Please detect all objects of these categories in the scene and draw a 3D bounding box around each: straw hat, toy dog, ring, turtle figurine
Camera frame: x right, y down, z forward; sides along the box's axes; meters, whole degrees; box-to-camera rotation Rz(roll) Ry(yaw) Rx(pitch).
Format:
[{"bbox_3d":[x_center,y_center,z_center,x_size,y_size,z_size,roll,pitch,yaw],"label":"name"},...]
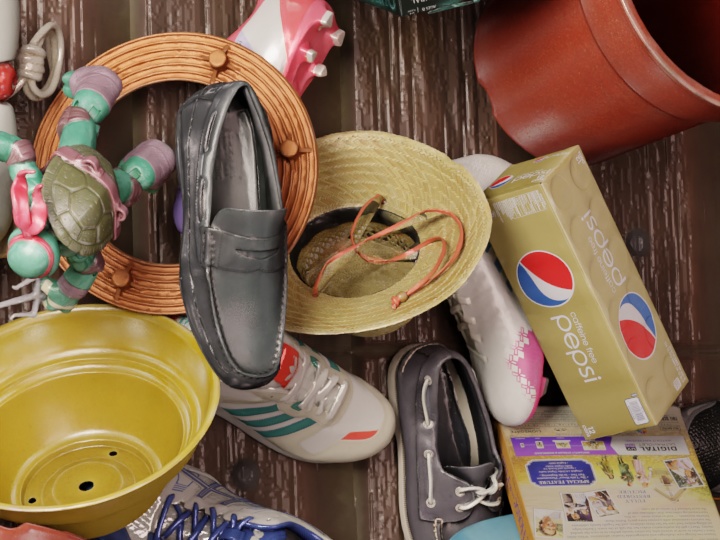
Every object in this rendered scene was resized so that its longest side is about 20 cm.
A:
[{"bbox_3d":[0.000,0.000,1.686,0.201,0.201,0.085,-44,142,-22],"label":"straw hat"},{"bbox_3d":[-0.269,-0.090,1.579,0.096,0.132,0.201,4,76,14],"label":"toy dog"},{"bbox_3d":[-0.128,-0.069,1.626,0.199,0.019,0.201,-1,76,5],"label":"ring"},{"bbox_3d":[-0.193,-0.041,1.517,0.200,0.100,0.150,-56,135,-48],"label":"turtle figurine"}]

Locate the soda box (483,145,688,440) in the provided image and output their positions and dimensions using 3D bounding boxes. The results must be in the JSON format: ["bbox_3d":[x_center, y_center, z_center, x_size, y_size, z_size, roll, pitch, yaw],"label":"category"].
[{"bbox_3d":[0.159,0.016,1.722,0.068,0.064,0.201,-44,113,-50],"label":"soda box"}]

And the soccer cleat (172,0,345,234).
[{"bbox_3d":[-0.085,-0.113,1.685,0.201,0.076,0.067,-61,153,-13],"label":"soccer cleat"}]

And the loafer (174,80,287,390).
[{"bbox_3d":[-0.080,-0.024,1.557,0.068,0.070,0.202,-2,80,-30],"label":"loafer"}]

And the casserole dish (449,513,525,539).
[{"bbox_3d":[0.134,0.235,1.737,0.199,0.039,0.122,-6,109,-32],"label":"casserole dish"}]

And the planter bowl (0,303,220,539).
[{"bbox_3d":[-0.186,0.117,1.577,0.200,0.200,0.084,-27,132,-25],"label":"planter bowl"}]

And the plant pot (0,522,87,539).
[{"bbox_3d":[-0.247,0.261,1.508,0.200,0.201,0.196,16,71,-23],"label":"plant pot"}]

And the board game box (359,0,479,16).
[{"bbox_3d":[0.051,-0.217,1.671,0.135,0.200,0.028,-16,109,-17],"label":"board game box"}]

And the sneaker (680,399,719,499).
[{"bbox_3d":[0.322,0.144,1.841,0.199,0.077,0.079,13,82,-22],"label":"sneaker"}]

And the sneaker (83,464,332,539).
[{"bbox_3d":[-0.091,0.177,1.638,0.199,0.088,0.076,19,79,-21],"label":"sneaker"}]

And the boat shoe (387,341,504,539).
[{"bbox_3d":[0.069,0.150,1.728,0.072,0.063,0.201,-14,92,-28],"label":"boat shoe"}]

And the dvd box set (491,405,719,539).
[{"bbox_3d":[0.182,0.173,1.710,0.146,0.200,0.029,-1,129,-12],"label":"dvd box set"}]

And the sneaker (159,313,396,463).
[{"bbox_3d":[-0.053,0.081,1.661,0.199,0.093,0.071,27,75,-21],"label":"sneaker"}]

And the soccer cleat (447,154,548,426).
[{"bbox_3d":[0.083,0.014,1.745,0.086,0.070,0.201,3,76,-33],"label":"soccer cleat"}]

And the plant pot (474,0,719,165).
[{"bbox_3d":[0.194,-0.174,1.721,0.200,0.195,0.202,13,65,-31],"label":"plant pot"}]
